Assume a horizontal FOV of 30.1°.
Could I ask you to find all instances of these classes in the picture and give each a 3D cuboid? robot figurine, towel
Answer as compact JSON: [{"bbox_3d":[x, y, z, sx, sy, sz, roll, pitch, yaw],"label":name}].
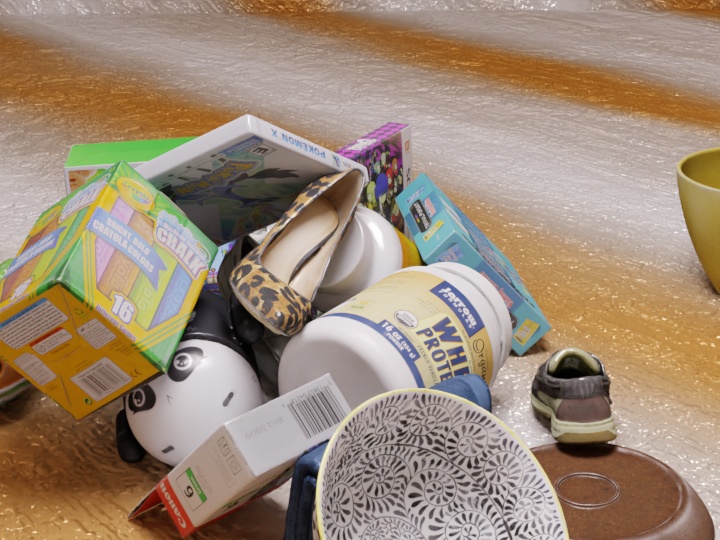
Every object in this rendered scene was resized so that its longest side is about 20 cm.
[{"bbox_3d":[-0.155,0.091,1.201,0.124,0.151,0.200,1,23,-12],"label":"robot figurine"},{"bbox_3d":[0.029,0.157,1.041,0.048,0.112,0.199,29,36,36],"label":"towel"}]

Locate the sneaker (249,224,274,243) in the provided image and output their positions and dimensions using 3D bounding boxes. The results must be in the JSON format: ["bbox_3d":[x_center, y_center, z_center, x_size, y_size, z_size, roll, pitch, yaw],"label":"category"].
[{"bbox_3d":[-0.097,-0.029,1.415,0.075,0.201,0.089,-16,19,14],"label":"sneaker"}]

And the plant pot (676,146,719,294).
[{"bbox_3d":[0.446,-0.043,1.471,0.199,0.143,0.200,-2,20,1],"label":"plant pot"}]

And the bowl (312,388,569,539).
[{"bbox_3d":[0.039,0.193,0.931,0.200,0.094,0.202,17,52,-23],"label":"bowl"}]

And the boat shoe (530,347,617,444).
[{"bbox_3d":[0.192,0.101,1.192,0.071,0.066,0.201,0,9,2],"label":"boat shoe"}]

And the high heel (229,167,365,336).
[{"bbox_3d":[-0.043,-0.023,1.149,0.143,0.071,0.200,-47,14,8],"label":"high heel"}]

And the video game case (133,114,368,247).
[{"bbox_3d":[-0.122,-0.076,1.241,0.199,0.022,0.182,-21,-22,30],"label":"video game case"}]

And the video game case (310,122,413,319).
[{"bbox_3d":[0.002,-0.053,1.493,0.036,0.182,0.200,9,23,27],"label":"video game case"}]

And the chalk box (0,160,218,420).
[{"bbox_3d":[-0.215,0.000,1.142,0.124,0.124,0.201,-29,30,34],"label":"chalk box"}]

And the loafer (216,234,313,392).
[{"bbox_3d":[-0.082,0.048,1.314,0.070,0.070,0.200,-14,52,-33],"label":"loafer"}]

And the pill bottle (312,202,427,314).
[{"bbox_3d":[0.000,0.000,1.330,0.110,0.112,0.200,7,-12,22],"label":"pill bottle"}]

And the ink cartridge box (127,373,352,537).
[{"bbox_3d":[-0.097,0.159,1.057,0.109,0.051,0.200,-22,-15,-41],"label":"ink cartridge box"}]

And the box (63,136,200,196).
[{"bbox_3d":[-0.225,-0.055,1.527,0.199,0.178,0.097,-3,21,-3],"label":"box"}]

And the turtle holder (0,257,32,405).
[{"bbox_3d":[-0.392,0.068,1.287,0.184,0.142,0.132,12,41,12],"label":"turtle holder"}]

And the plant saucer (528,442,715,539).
[{"bbox_3d":[0.180,0.186,1.062,0.199,0.035,0.200,-2,20,1],"label":"plant saucer"}]

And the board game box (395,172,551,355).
[{"bbox_3d":[0.115,-0.011,1.426,0.047,0.151,0.200,-43,20,10],"label":"board game box"}]

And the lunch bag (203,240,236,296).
[{"bbox_3d":[-0.189,0.055,1.396,0.150,0.095,0.200,-4,34,-9],"label":"lunch bag"}]

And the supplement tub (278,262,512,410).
[{"bbox_3d":[0.036,0.081,1.193,0.144,0.145,0.200,12,26,32],"label":"supplement tub"}]
